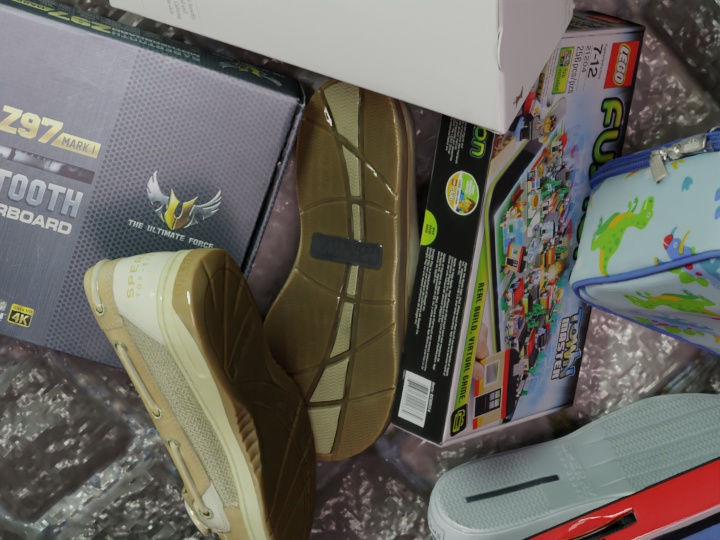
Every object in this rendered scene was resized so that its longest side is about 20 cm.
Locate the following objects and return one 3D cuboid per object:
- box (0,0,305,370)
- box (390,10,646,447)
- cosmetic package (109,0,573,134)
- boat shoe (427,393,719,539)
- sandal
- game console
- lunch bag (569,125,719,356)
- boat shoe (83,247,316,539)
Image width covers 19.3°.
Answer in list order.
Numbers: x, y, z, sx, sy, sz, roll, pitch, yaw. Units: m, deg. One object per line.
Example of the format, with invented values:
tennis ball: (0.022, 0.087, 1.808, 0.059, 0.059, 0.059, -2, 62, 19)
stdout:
box: (-0.144, -0.044, 1.017, 0.199, 0.051, 0.158, 17, 106, -12)
box: (0.076, -0.022, 1.021, 0.110, 0.035, 0.201, -12, 117, -47)
cosmetic package: (-0.013, -0.147, 0.916, 0.199, 0.085, 0.108, 19, 145, 17)
boat shoe: (0.131, 0.116, 1.098, 0.199, 0.074, 0.067, -9, 138, -5)
sandal: (0.000, 0.000, 1.043, 0.080, 0.054, 0.201, 16, 108, 28)
game console: (0.158, 0.152, 1.066, 0.199, 0.031, 0.177, -23, 148, 7)
lunch bag: (0.209, 0.003, 0.999, 0.200, 0.161, 0.083, 22, 73, -24)
boat shoe: (-0.072, 0.072, 1.012, 0.063, 0.073, 0.201, 0, 135, 21)
